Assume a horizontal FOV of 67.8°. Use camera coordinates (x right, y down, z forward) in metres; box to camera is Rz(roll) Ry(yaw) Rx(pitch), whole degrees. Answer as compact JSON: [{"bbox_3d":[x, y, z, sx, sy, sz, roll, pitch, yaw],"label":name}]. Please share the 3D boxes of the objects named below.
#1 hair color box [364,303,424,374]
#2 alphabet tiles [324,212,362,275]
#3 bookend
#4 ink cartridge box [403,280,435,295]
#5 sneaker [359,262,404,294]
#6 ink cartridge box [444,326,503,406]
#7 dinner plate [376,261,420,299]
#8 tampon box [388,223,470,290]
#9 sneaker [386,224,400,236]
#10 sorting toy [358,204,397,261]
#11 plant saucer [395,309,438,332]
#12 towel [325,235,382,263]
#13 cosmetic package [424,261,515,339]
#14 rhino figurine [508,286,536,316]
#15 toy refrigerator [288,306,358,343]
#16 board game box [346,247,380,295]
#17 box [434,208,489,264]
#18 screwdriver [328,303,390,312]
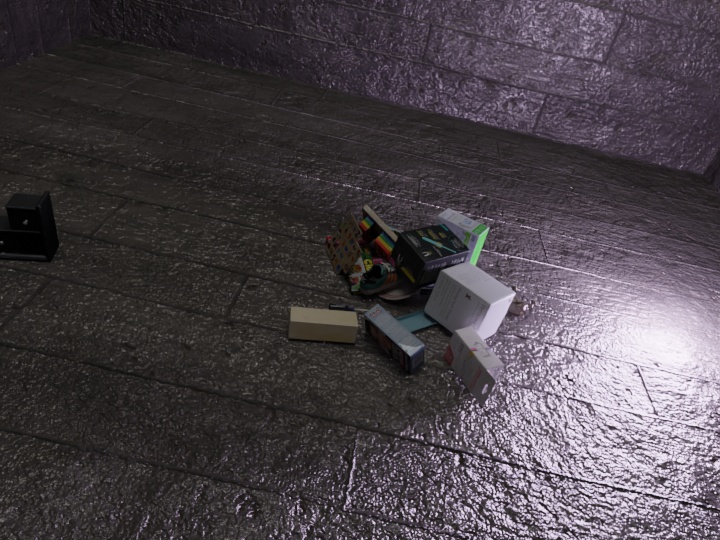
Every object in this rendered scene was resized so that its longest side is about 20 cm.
[{"bbox_3d":[0.098,0.200,1.572,0.060,0.099,0.200,-34,54,-22],"label":"hair color box"},{"bbox_3d":[-0.052,-0.085,1.872,0.008,0.167,0.200,23,27,-35],"label":"alphabet tiles"},{"bbox_3d":[-1.032,-0.137,1.598,0.197,0.201,0.092,4,36,-13],"label":"bookend"},{"bbox_3d":[0.203,0.043,1.877,0.199,0.039,0.100,3,38,-13],"label":"ink cartridge box"},{"bbox_3d":[0.085,0.008,1.779,0.199,0.080,0.071,-27,50,-28],"label":"sneaker"},{"bbox_3d":[0.334,0.274,1.540,0.067,0.117,0.200,-8,42,-27],"label":"ink cartridge box"},{"bbox_3d":[0.136,0.031,1.834,0.199,0.024,0.201,-13,40,11],"label":"dinner plate"},{"bbox_3d":[0.225,-0.049,1.765,0.199,0.127,0.150,-14,50,-33],"label":"tampon box"},{"bbox_3d":[0.124,-0.140,2.072,0.199,0.078,0.079,33,32,26],"label":"sneaker"},{"bbox_3d":[0.064,-0.115,1.916,0.070,0.199,0.200,-43,81,-6],"label":"sorting toy"},{"bbox_3d":[0.165,0.170,1.712,0.199,0.019,0.070,-13,44,-33],"label":"plant saucer"},{"bbox_3d":[-0.024,-0.072,1.975,0.144,0.023,0.200,-12,45,-33],"label":"towel"},{"bbox_3d":[0.348,0.101,1.717,0.200,0.168,0.166,37,34,31],"label":"cosmetic package"},{"bbox_3d":[0.512,0.091,1.889,0.087,0.060,0.200,-26,47,-27],"label":"rhino figurine"},{"bbox_3d":[-0.112,0.164,1.593,0.199,0.070,0.076,6,30,-11],"label":"toy refrigerator"},{"bbox_3d":[0.000,0.000,1.852,0.104,0.024,0.201,-5,47,-12],"label":"board game box"},{"bbox_3d":[0.348,-0.096,1.970,0.176,0.201,0.097,29,38,23],"label":"box"},{"bbox_3d":[-0.003,0.126,1.705,0.198,0.028,0.029,6,7,-4],"label":"screwdriver"}]
